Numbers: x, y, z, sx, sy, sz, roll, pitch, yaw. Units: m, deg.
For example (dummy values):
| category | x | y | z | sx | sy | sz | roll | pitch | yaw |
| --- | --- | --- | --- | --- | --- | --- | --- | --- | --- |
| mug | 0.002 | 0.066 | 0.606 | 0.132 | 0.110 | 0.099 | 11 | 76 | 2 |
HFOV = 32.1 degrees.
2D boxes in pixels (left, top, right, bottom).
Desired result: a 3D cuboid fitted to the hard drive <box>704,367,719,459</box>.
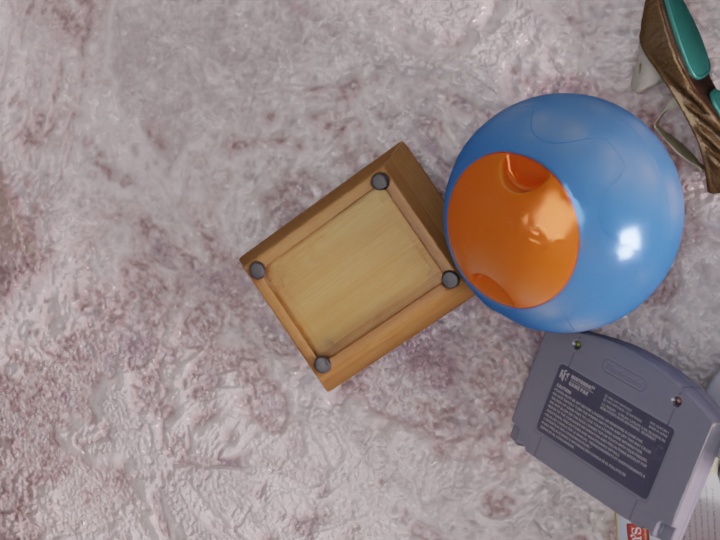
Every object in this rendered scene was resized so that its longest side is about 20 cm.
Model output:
| category | x | y | z | sx | sy | sz | roll | pitch | yaw |
| --- | --- | --- | --- | --- | --- | --- | --- | --- | --- |
| hard drive | 0.357 | 0.075 | 1.039 | 0.026 | 0.132 | 0.200 | 32 | 91 | -19 |

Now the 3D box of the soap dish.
| category | x | y | z | sx | sy | sz | roll | pitch | yaw |
| --- | --- | --- | --- | --- | --- | --- | --- | --- | --- |
| soap dish | 0.000 | 0.000 | 1.168 | 0.200 | 0.081 | 0.158 | -35 | 87 | 14 |

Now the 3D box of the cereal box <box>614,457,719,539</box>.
| category | x | y | z | sx | sy | sz | roll | pitch | yaw |
| --- | --- | --- | --- | --- | --- | --- | --- | --- | --- |
| cereal box | 0.328 | 0.195 | 1.124 | 0.200 | 0.040 | 0.144 | -3 | 96 | 15 |

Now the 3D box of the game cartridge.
| category | x | y | z | sx | sy | sz | roll | pitch | yaw |
| --- | --- | --- | --- | --- | --- | --- | --- | --- | --- |
| game cartridge | 0.224 | 0.132 | 1.096 | 0.200 | 0.041 | 0.133 | 32 | 111 | 47 |

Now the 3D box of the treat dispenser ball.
| category | x | y | z | sx | sy | sz | roll | pitch | yaw |
| --- | --- | --- | --- | --- | --- | --- | --- | --- | --- |
| treat dispenser ball | 0.170 | -0.048 | 1.056 | 0.200 | 0.201 | 0.201 | 2 | 96 | 15 |

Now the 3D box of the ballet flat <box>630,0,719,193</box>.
| category | x | y | z | sx | sy | sz | roll | pitch | yaw |
| --- | --- | --- | --- | --- | --- | --- | --- | --- | --- |
| ballet flat | 0.282 | -0.153 | 1.094 | 0.072 | 0.068 | 0.200 | -29 | 92 | 35 |

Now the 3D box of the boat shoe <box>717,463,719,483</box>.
| category | x | y | z | sx | sy | sz | roll | pitch | yaw |
| --- | --- | --- | --- | --- | --- | --- | --- | --- | --- |
| boat shoe | 0.395 | 0.217 | 1.044 | 0.202 | 0.086 | 0.075 | 34 | 101 | 6 |
